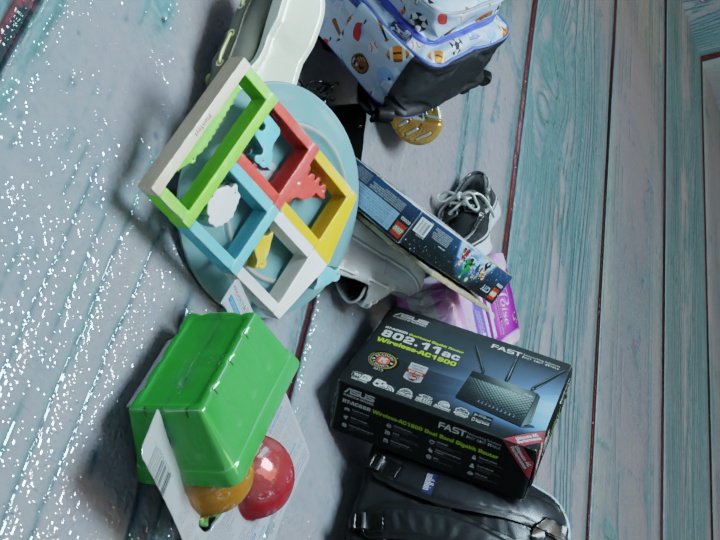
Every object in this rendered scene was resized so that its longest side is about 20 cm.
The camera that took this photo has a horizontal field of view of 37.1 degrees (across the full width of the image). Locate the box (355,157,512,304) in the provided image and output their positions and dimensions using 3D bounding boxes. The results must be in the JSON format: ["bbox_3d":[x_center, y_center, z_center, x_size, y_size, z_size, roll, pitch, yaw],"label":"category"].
[{"bbox_3d":[0.054,-0.044,1.062,0.038,0.137,0.200,-53,143,5],"label":"box"}]

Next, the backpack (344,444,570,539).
[{"bbox_3d":[0.098,0.254,1.001,0.154,0.199,0.164,78,20,-45],"label":"backpack"}]

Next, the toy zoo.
[{"bbox_3d":[-0.075,-0.053,0.860,0.200,0.020,0.132,48,64,-39],"label":"toy zoo"}]

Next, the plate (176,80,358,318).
[{"bbox_3d":[-0.066,-0.057,0.902,0.200,0.026,0.201,-12,107,-43],"label":"plate"}]

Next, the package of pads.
[{"bbox_3d":[0.116,0.058,1.231,0.200,0.075,0.121,-27,107,-61],"label":"package of pads"}]

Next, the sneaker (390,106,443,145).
[{"bbox_3d":[0.038,-0.239,1.212,0.088,0.075,0.201,-69,143,-77],"label":"sneaker"}]

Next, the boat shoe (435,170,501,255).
[{"bbox_3d":[0.128,-0.067,1.296,0.199,0.073,0.068,-50,129,-56],"label":"boat shoe"}]

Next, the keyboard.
[{"bbox_3d":[-0.052,-0.138,1.044,0.200,0.039,0.105,-22,123,-63],"label":"keyboard"}]

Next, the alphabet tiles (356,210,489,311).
[{"bbox_3d":[0.046,-0.024,1.075,0.006,0.166,0.200,-53,146,5],"label":"alphabet tiles"}]

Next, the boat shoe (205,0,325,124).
[{"bbox_3d":[-0.095,-0.166,0.918,0.072,0.060,0.202,40,66,-48],"label":"boat shoe"}]

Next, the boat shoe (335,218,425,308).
[{"bbox_3d":[0.000,0.000,1.049,0.200,0.072,0.069,36,70,-60],"label":"boat shoe"}]

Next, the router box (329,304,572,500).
[{"bbox_3d":[0.090,0.120,1.030,0.150,0.199,0.062,-50,155,-56],"label":"router box"}]

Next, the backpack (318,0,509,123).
[{"bbox_3d":[0.038,-0.262,1.067,0.190,0.154,0.200,40,37,16],"label":"backpack"}]

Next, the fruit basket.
[{"bbox_3d":[-0.100,0.139,0.813,0.186,0.093,0.201,-66,152,-47],"label":"fruit basket"}]
